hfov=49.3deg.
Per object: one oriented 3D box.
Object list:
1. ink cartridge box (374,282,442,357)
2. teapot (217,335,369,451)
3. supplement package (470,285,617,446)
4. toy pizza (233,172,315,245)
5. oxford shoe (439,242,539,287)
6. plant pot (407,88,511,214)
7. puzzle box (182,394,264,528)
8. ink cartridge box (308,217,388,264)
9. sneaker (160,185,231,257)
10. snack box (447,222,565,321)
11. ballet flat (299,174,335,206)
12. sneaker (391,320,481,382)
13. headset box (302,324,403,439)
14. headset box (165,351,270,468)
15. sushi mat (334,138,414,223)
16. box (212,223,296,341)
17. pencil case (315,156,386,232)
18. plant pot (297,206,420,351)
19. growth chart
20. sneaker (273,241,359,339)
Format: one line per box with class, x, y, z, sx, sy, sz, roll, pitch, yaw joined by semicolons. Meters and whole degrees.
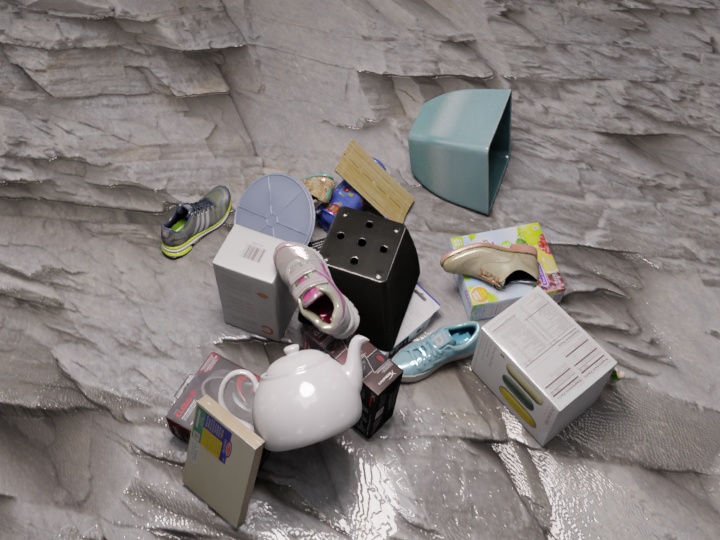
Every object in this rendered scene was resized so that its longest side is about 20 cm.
ink cartridge box;0.059;0.104;1.540;0.199;0.040;0.099;-36;63;-22
teapot;-0.100;0.196;1.278;0.198;0.195;0.149;-20;93;-45
supplement package;0.327;0.173;1.427;0.149;0.153;0.200;-32;61;-21
toy pizza;-0.178;-0.102;1.635;0.196;0.032;0.205;-3;82;25
oxford shoe;0.254;-0.007;1.523;0.195;0.071;0.075;-3;58;-2
plant pot;0.213;-0.274;1.726;0.196;0.198;0.198;12;54;19
puzzle box;-0.228;0.316;1.289;0.132;0.203;0.025;33;37;21
ink cartridge box;-0.015;-0.036;1.633;0.196;0.045;0.095;-19;59;-14
sneaker;-0.346;-0.116;1.658;0.073;0.082;0.201;29;59;18
snack box;0.294;0.001;1.601;0.196;0.068;0.171;-11;56;-7
ballet flat;-0.134;-0.159;1.666;0.198;0.070;0.067;-5;72;47
sneaker;0.142;0.142;1.488;0.197;0.083;0.074;-23;57;-17
headset box;-0.027;0.182;1.412;0.199;0.150;0.075;37;54;23
headset box;-0.237;0.252;1.396;0.197;0.076;0.150;25;58;15
sushi mat;0.032;-0.184;1.682;0.199;0.012;0.097;41;58;-19
box;-0.195;0.027;1.488;0.122;0.202;0.099;18;55;11
pencil case;-0.023;-0.162;1.702;0.086;0.079;0.201;20;56;27
plant pot;0.000;0.000;1.478;0.196;0.179;0.203;17;59;10
growth chart;0.417;0.136;1.470;0.018;0.145;0.201;-40;68;-2
sneaker;-0.081;0.029;1.336;0.081;0.088;0.200;-44;78;8
